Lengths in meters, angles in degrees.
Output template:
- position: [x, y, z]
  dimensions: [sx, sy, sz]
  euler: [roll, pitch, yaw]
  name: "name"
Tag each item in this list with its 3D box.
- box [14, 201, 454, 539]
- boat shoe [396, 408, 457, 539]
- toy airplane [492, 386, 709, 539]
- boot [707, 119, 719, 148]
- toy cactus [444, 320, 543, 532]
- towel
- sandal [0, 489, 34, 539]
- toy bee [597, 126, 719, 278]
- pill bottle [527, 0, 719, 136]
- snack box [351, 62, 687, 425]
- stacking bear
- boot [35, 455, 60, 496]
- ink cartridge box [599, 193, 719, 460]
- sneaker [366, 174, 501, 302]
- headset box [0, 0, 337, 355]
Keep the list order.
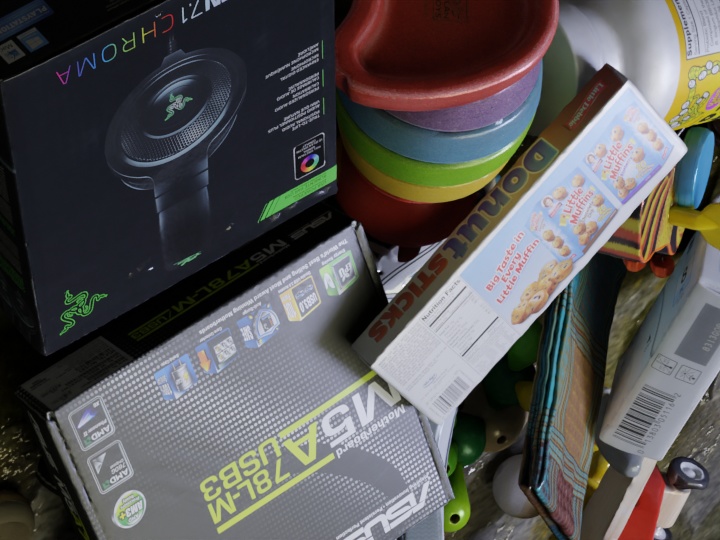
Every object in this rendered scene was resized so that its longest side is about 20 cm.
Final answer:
- position: [-0.061, 0.093, 1.314]
  dimensions: [0.200, 0.047, 0.194]
  euler: [-32, 122, -21]
  name: "box"
- position: [0.021, 0.090, 1.463]
  dimensions: [0.062, 0.072, 0.201]
  euler: [154, -59, -84]
  name: "boat shoe"
- position: [0.152, 0.178, 1.707]
  dimensions: [0.201, 0.141, 0.199]
  euler: [-63, 179, -13]
  name: "toy airplane"
- position: [0.261, -0.182, 1.487]
  dimensions: [0.186, 0.064, 0.200]
  euler: [-46, 150, -9]
  name: "boot"
- position: [0.060, 0.099, 1.572]
  dimensions: [0.165, 0.102, 0.201]
  euler: [-27, 144, -64]
  name: "toy cactus"
- position: [0.133, 0.056, 1.530]
  dimensions: [0.147, 0.022, 0.201]
  euler: [52, 46, -65]
  name: "towel"
- position: [-0.223, 0.209, 1.374]
  dimensions: [0.080, 0.054, 0.200]
  euler: [-6, 131, -49]
  name: "sandal"
- position: [0.174, -0.038, 1.448]
  dimensions: [0.200, 0.131, 0.109]
  euler: [-20, 124, -45]
  name: "toy bee"
- position: [0.162, -0.128, 1.388]
  dimensions: [0.200, 0.104, 0.105]
  euler: [-16, 139, -39]
  name: "pill bottle"
- position: [0.085, -0.012, 1.312]
  dimensions: [0.200, 0.024, 0.072]
  euler: [-48, 133, 0]
  name: "snack box"
- position: [0.031, -0.083, 1.282]
  dimensions: [0.113, 0.122, 0.200]
  euler: [4, 150, -5]
  name: "stacking bear"
- position: [-0.142, 0.175, 1.391]
  dimensions: [0.154, 0.073, 0.203]
  euler: [-59, 153, 0]
  name: "boot"
- position: [0.213, -0.003, 1.581]
  dimensions: [0.160, 0.047, 0.200]
  euler: [114, -5, -46]
  name: "ink cartridge box"
- position: [0.000, 0.000, 1.389]
  dimensions: [0.200, 0.072, 0.073]
  euler: [-30, 130, -24]
  name: "sneaker"
- position: [-0.105, -0.079, 1.134]
  dimensions: [0.174, 0.093, 0.200]
  euler: [-30, 147, -23]
  name: "headset box"
